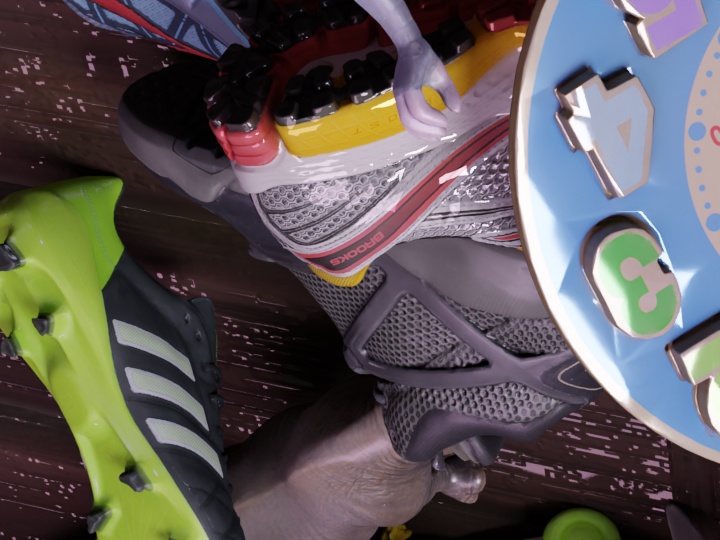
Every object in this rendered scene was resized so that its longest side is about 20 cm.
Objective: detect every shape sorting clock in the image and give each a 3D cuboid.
[{"bbox_3d":[0.136,-0.038,0.725,0.200,0.200,0.039,41,-178,-25],"label":"shape sorting clock"}]

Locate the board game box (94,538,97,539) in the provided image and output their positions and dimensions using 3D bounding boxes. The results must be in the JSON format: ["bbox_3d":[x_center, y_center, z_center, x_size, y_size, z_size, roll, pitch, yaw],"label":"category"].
[{"bbox_3d":[-0.055,0.180,1.267,0.200,0.026,0.200,37,144,-18],"label":"board game box"}]

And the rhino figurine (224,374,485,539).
[{"bbox_3d":[0.005,0.069,1.013,0.087,0.060,0.200,-9,165,-37],"label":"rhino figurine"}]

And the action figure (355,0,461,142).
[{"bbox_3d":[0.006,-0.136,0.700,0.149,0.134,0.200,35,144,-10],"label":"action figure"}]

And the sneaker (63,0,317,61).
[{"bbox_3d":[-0.051,-0.108,0.846,0.200,0.079,0.096,30,166,-6],"label":"sneaker"}]

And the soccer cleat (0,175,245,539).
[{"bbox_3d":[-0.075,0.057,1.000,0.067,0.081,0.200,-23,94,46],"label":"soccer cleat"}]

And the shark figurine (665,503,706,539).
[{"bbox_3d":[0.055,0.164,1.015,0.214,0.128,0.090,-12,170,6],"label":"shark figurine"}]

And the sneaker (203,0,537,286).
[{"bbox_3d":[0.060,-0.054,0.783,0.200,0.078,0.082,-16,127,7],"label":"sneaker"}]

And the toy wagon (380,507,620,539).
[{"bbox_3d":[0.096,0.158,1.132,0.200,0.040,0.155,16,145,10],"label":"toy wagon"}]

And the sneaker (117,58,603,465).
[{"bbox_3d":[0.000,0.000,0.901,0.199,0.076,0.114,22,130,27],"label":"sneaker"}]
